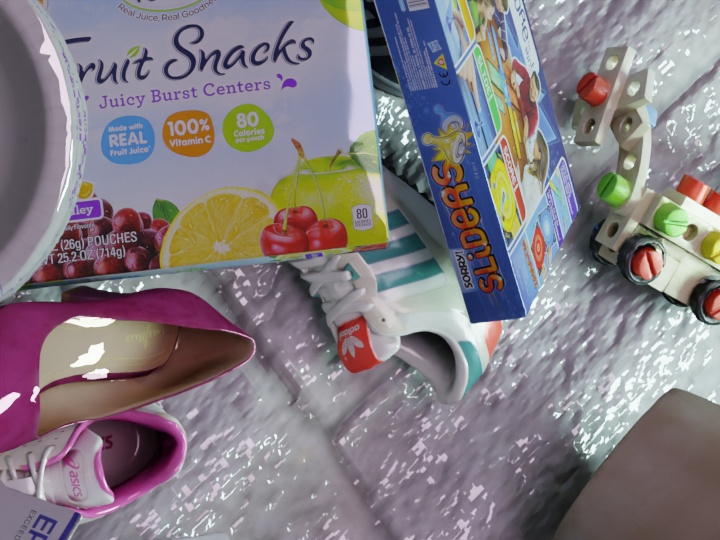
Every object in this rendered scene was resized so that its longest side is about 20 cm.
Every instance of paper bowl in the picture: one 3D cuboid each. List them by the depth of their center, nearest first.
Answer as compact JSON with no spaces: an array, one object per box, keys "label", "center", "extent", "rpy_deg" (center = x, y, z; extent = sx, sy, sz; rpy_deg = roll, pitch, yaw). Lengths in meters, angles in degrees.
[{"label":"paper bowl","center":[-0.230,-0.065,1.261],"extent":[0.199,0.104,0.202],"rpy_deg":[0,90,-1]}]

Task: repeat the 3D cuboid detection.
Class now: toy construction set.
[{"label":"toy construction set","center":[0.205,-0.044,1.563],"extent":[0.199,0.092,0.132],"rpy_deg":[29,94,-17]}]

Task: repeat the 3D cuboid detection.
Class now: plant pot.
[{"label":"plant pot","center":[0.209,0.163,1.483],"extent":[0.173,0.200,0.200],"rpy_deg":[39,61,13]}]

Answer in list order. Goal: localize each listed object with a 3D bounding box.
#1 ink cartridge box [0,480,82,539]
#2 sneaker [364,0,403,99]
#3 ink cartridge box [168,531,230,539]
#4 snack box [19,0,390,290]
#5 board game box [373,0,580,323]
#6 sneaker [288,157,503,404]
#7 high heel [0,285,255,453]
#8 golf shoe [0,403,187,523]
[{"label":"ink cartridge box","center":[-0.252,0.166,1.204],"extent":[0.198,0.199,0.047],"rpy_deg":[-59,156,-24]},{"label":"sneaker","center":[0.016,-0.160,1.451],"extent":[0.200,0.108,0.070],"rpy_deg":[32,66,-24]},{"label":"ink cartridge box","center":[-0.100,0.228,1.287],"extent":[0.200,0.043,0.199],"rpy_deg":[0,58,-53]},{"label":"snack box","center":[-0.092,-0.084,1.346],"extent":[0.199,0.068,0.170],"rpy_deg":[-6,87,-1]},{"label":"board game box","center":[0.065,-0.091,1.412],"extent":[0.135,0.034,0.201],"rpy_deg":[-57,134,-58]},{"label":"sneaker","center":[0.000,0.000,1.442],"extent":[0.199,0.070,0.094],"rpy_deg":[34,61,-27]},{"label":"high heel","center":[-0.124,0.048,1.272],"extent":[0.200,0.096,0.068],"rpy_deg":[-47,145,-64]},{"label":"golf shoe","center":[-0.176,0.099,1.305],"extent":[0.199,0.091,0.076],"rpy_deg":[-19,103,-31]}]
